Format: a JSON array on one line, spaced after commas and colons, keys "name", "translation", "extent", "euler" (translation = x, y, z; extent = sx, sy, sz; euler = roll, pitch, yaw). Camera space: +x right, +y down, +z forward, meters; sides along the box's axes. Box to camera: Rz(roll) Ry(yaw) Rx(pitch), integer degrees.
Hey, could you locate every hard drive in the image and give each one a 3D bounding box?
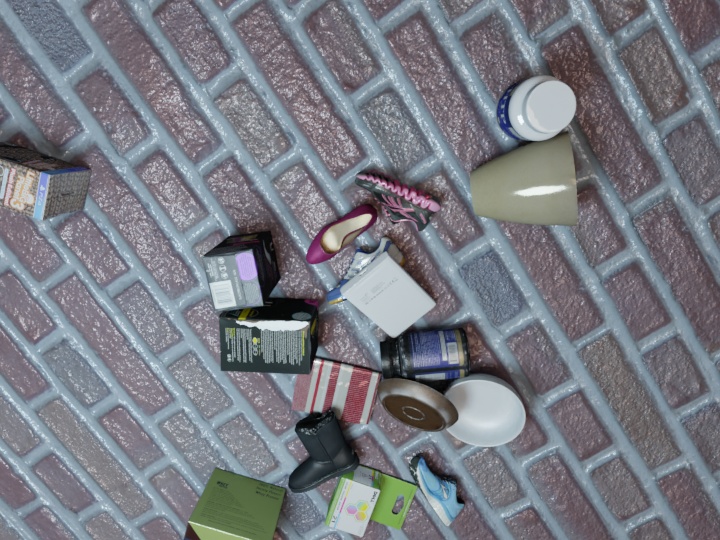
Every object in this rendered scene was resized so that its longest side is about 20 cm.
[{"name": "hard drive", "translation": [0.065, 0.059, 1.187], "extent": [0.132, 0.027, 0.200], "euler": [-39, 128, 11]}]

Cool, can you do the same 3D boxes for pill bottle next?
[{"name": "pill bottle", "translation": [0.341, -0.315, 1.040], "extent": [0.118, 0.200, 0.121], "euler": [0, 104, 2]}, {"name": "pill bottle", "translation": [0.146, 0.196, 1.222], "extent": [0.198, 0.112, 0.113], "euler": [-5, 104, 3]}]

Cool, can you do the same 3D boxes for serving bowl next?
[{"name": "serving bowl", "translation": [0.287, 0.319, 1.260], "extent": [0.198, 0.066, 0.202], "euler": [7, 120, 13]}]

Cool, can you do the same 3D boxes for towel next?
[{"name": "towel", "translation": [-0.061, 0.291, 1.300], "extent": [0.198, 0.023, 0.145], "euler": [13, 104, -2]}]

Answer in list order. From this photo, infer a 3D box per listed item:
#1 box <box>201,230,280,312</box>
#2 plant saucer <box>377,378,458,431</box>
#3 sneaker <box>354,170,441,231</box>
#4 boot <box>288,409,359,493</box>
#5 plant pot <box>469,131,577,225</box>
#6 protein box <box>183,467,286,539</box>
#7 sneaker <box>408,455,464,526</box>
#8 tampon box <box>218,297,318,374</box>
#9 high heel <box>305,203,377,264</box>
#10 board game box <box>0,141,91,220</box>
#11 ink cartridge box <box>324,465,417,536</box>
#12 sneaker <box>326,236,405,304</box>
[{"name": "box", "translation": [-0.247, -0.004, 1.138], "extent": [0.105, 0.200, 0.123], "euler": [-8, 104, 4]}, {"name": "plant saucer", "translation": [0.126, 0.319, 1.232], "extent": [0.198, 0.032, 0.201], "euler": [18, 143, 14]}, {"name": "sneaker", "translation": [0.071, -0.148, 1.163], "extent": [0.199, 0.079, 0.096], "euler": [24, 115, -3]}, {"name": "boot", "translation": [-0.119, 0.436, 1.298], "extent": [0.199, 0.077, 0.169], "euler": [-24, 109, 11]}, {"name": "plant pot", "translation": [0.331, -0.174, 1.100], "extent": [0.198, 0.187, 0.189], "euler": [-6, 105, 17]}, {"name": "protein box", "translation": [-0.307, 0.623, 1.300], "extent": [0.197, 0.200, 0.136], "euler": [17, 104, -2]}, {"name": "sneaker", "translation": [0.194, 0.536, 1.339], "extent": [0.090, 0.078, 0.201], "euler": [-35, 106, -8]}, {"name": "tampon box", "translation": [-0.200, 0.141, 1.200], "extent": [0.198, 0.150, 0.128], "euler": [2, 105, 1]}, {"name": "high heel", "translation": [-0.048, -0.076, 1.167], "extent": [0.200, 0.096, 0.067], "euler": [-43, 99, 11]}, {"name": "board game box", "translation": [-0.713, -0.193, 1.128], "extent": [0.198, 0.160, 0.098], "euler": [18, 104, -3]}, {"name": "ink cartridge box", "translation": [0.028, 0.588, 1.341], "extent": [0.198, 0.076, 0.149], "euler": [19, 105, 0]}, {"name": "sneaker", "translation": [0.000, 0.000, 1.207], "extent": [0.199, 0.075, 0.089], "euler": [-32, 88, 4]}]
